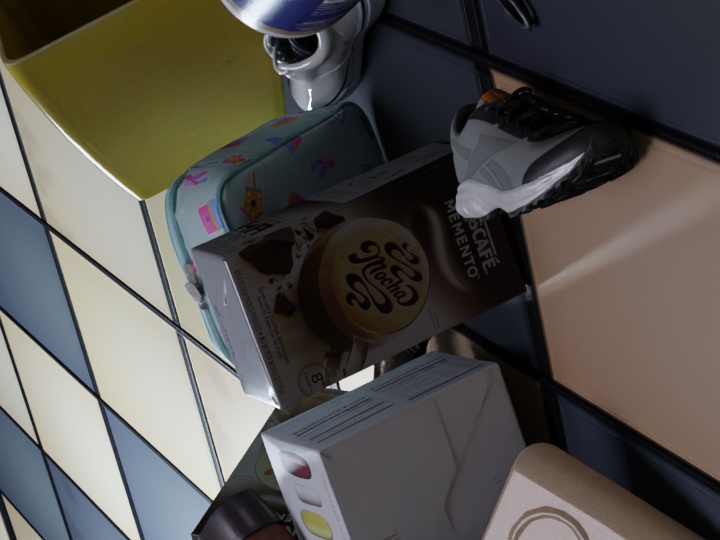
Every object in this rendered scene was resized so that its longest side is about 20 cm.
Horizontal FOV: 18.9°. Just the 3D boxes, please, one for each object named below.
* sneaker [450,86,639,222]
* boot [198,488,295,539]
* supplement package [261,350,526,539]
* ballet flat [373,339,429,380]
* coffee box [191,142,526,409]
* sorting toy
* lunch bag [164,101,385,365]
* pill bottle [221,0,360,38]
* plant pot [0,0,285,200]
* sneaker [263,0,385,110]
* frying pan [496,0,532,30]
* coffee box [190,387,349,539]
[{"bbox_3d":[0.104,-0.077,1.346,0.200,0.074,0.080,-5,102,68],"label":"sneaker"},{"bbox_3d":[-0.059,0.290,1.609,0.200,0.068,0.189,51,129,23],"label":"boot"},{"bbox_3d":[0.044,0.183,1.577,0.111,0.155,0.201,7,119,66],"label":"supplement package"},{"bbox_3d":[0.033,0.104,1.685,0.046,0.067,0.201,11,119,17],"label":"ballet flat"},{"bbox_3d":[0.000,0.000,1.494,0.080,0.199,0.113,14,126,67],"label":"coffee box"},{"bbox_3d":[0.149,0.242,1.441,0.185,0.036,0.201,31,105,29],"label":"sorting toy"},{"bbox_3d":[-0.052,-0.023,1.595,0.077,0.200,0.161,-6,110,40],"label":"lunch bag"},{"bbox_3d":[-0.022,-0.225,1.352,0.111,0.111,0.200,65,158,3],"label":"pill bottle"},{"bbox_3d":[-0.164,-0.178,1.688,0.177,0.199,0.200,64,179,-35],"label":"plant pot"},{"bbox_3d":[-0.039,-0.170,1.585,0.073,0.071,0.200,60,160,16],"label":"sneaker"},{"bbox_3d":[0.044,-0.225,1.394,0.191,0.031,0.115,69,160,2],"label":"frying pan"},{"bbox_3d":[-0.040,0.187,1.753,0.114,0.200,0.080,6,126,22],"label":"coffee box"}]
